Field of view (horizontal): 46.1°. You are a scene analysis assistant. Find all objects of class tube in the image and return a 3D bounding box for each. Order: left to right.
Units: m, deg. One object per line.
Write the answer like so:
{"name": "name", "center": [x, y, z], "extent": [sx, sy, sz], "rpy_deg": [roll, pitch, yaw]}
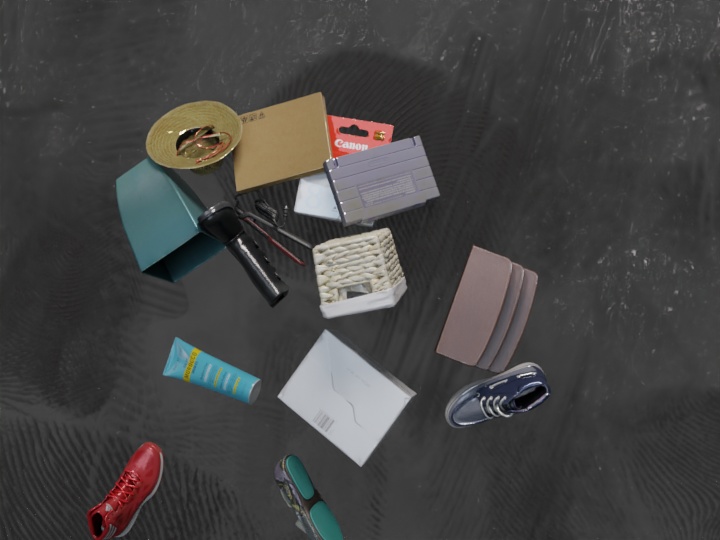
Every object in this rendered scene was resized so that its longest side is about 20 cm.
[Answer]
{"name": "tube", "center": [-0.289, 0.201, 1.651], "extent": [0.197, 0.050, 0.079], "rpy_deg": [19, 83, 16]}

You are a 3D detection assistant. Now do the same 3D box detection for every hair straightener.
{"name": "hair straightener", "center": [-0.166, -0.095, 1.651], "extent": [0.199, 0.041, 0.077], "rpy_deg": [37, 93, 15]}

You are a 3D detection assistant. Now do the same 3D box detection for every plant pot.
{"name": "plant pot", "center": [-0.378, -0.107, 1.641], "extent": [0.140, 0.141, 0.202], "rpy_deg": [-32, 75, 7]}

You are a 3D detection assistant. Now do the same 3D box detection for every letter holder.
{"name": "letter holder", "center": [0.234, 0.077, 1.531], "extent": [0.140, 0.101, 0.203], "rpy_deg": [20, 90, 9]}

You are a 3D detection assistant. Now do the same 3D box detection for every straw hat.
{"name": "straw hat", "center": [-0.312, -0.234, 1.652], "extent": [0.197, 0.086, 0.203], "rpy_deg": [-6, 50, 8]}

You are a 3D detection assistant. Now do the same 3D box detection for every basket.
{"name": "basket", "center": [0.000, 0.000, 1.510], "extent": [0.133, 0.200, 0.125], "rpy_deg": [-11, 96, 10]}

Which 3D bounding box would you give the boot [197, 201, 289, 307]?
{"name": "boot", "center": [-0.214, -0.025, 1.579], "extent": [0.065, 0.165, 0.202], "rpy_deg": [-33, 85, 6]}

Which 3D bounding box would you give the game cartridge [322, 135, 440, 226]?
{"name": "game cartridge", "center": [0.040, -0.165, 1.576], "extent": [0.197, 0.038, 0.132], "rpy_deg": [-17, 87, -19]}

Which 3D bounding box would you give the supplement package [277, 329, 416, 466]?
{"name": "supplement package", "center": [-0.022, 0.231, 1.562], "extent": [0.199, 0.111, 0.157], "rpy_deg": [37, 93, 11]}

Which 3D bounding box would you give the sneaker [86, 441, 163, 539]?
{"name": "sneaker", "center": [-0.452, 0.432, 1.627], "extent": [0.077, 0.115, 0.203], "rpy_deg": [22, 91, 11]}

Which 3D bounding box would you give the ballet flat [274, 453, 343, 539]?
{"name": "ballet flat", "center": [-0.103, 0.445, 1.596], "extent": [0.071, 0.072, 0.202], "rpy_deg": [-31, 82, 7]}

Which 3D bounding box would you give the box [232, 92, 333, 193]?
{"name": "box", "center": [-0.155, -0.246, 1.638], "extent": [0.197, 0.021, 0.166], "rpy_deg": [-13, 69, 11]}

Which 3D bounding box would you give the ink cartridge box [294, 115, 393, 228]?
{"name": "ink cartridge box", "center": [-0.031, -0.193, 1.622], "extent": [0.157, 0.047, 0.204], "rpy_deg": [10, 90, 11]}

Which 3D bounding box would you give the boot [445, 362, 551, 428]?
{"name": "boot", "center": [0.243, 0.233, 1.516], "extent": [0.198, 0.090, 0.073], "rpy_deg": [-31, 101, 7]}
